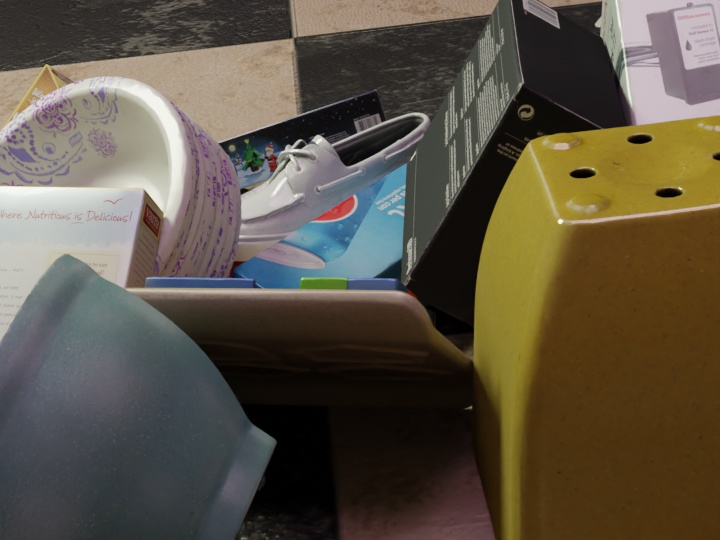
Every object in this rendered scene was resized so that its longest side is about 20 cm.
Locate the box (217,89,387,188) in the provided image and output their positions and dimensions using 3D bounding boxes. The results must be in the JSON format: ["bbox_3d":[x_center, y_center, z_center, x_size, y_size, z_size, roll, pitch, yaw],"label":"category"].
[{"bbox_3d":[-0.094,-0.080,1.367,0.199,0.038,0.136,-21,6,-27],"label":"box"}]

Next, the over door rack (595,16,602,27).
[{"bbox_3d":[0.208,-0.097,1.342,0.147,0.067,0.201,11,51,32],"label":"over door rack"}]

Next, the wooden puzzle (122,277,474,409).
[{"bbox_3d":[-0.033,0.034,1.023,0.183,0.047,0.200,0,-16,13],"label":"wooden puzzle"}]

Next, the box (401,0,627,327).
[{"bbox_3d":[0.089,-0.069,1.099,0.078,0.142,0.200,28,23,-10],"label":"box"}]

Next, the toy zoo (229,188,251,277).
[{"bbox_3d":[-0.080,-0.006,1.292,0.130,0.021,0.199,-21,29,-30],"label":"toy zoo"}]

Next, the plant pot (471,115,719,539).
[{"bbox_3d":[0.154,0.035,0.936,0.192,0.202,0.196,-6,24,0],"label":"plant pot"}]

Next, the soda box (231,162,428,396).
[{"bbox_3d":[0.000,0.000,1.190,0.068,0.065,0.200,30,39,25],"label":"soda box"}]

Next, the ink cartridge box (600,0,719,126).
[{"bbox_3d":[0.200,-0.085,1.136,0.082,0.147,0.202,-5,64,3],"label":"ink cartridge box"}]

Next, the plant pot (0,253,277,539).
[{"bbox_3d":[-0.121,0.110,0.882,0.133,0.201,0.201,23,28,0],"label":"plant pot"}]

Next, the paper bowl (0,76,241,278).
[{"bbox_3d":[-0.162,-0.012,1.160,0.199,0.104,0.202,-17,55,26],"label":"paper bowl"}]

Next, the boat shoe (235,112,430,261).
[{"bbox_3d":[-0.028,-0.062,1.291,0.198,0.069,0.072,-17,27,-23],"label":"boat shoe"}]

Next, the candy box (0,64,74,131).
[{"bbox_3d":[-0.229,-0.066,1.336,0.055,0.116,0.200,34,8,-25],"label":"candy box"}]

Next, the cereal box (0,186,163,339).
[{"bbox_3d":[-0.198,0.048,1.042,0.142,0.040,0.202,2,67,18],"label":"cereal box"}]
